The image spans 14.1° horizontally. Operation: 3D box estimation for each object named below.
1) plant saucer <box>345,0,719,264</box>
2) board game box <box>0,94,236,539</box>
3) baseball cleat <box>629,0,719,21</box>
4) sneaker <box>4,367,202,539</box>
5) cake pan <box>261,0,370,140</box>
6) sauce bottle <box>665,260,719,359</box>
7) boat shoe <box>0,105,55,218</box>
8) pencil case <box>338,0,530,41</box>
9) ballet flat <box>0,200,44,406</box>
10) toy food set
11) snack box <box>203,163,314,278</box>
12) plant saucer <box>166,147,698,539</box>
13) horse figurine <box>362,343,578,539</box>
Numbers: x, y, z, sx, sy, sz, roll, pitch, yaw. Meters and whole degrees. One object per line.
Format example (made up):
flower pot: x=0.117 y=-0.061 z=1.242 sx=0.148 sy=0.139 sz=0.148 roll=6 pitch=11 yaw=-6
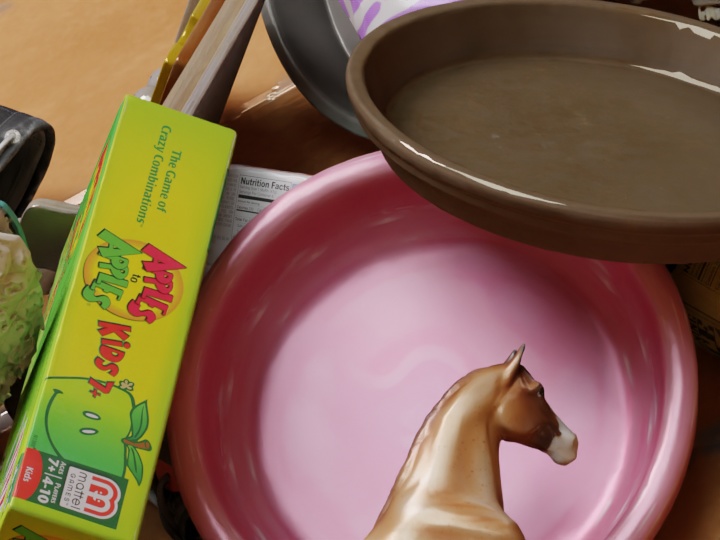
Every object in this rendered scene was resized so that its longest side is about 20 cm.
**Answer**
plant saucer: x=0.092 y=-0.054 z=1.103 sx=0.199 sy=0.030 sz=0.200 roll=6 pitch=28 yaw=-3
board game box: x=-0.098 y=0.043 z=1.084 sx=0.047 sy=0.102 sz=0.201 roll=19 pitch=48 yaw=-9
baseball cleat: x=0.114 y=-0.170 z=1.291 sx=0.199 sy=0.107 sz=0.070 roll=8 pitch=18 yaw=39
sneaker: x=-0.074 y=0.068 z=1.184 sx=0.199 sy=0.077 sz=0.082 roll=0 pitch=54 yaw=34
cake pan: x=0.037 y=-0.154 z=1.299 sx=0.200 sy=0.037 sz=0.201 roll=-4 pitch=84 yaw=40
sauce bottle: x=0.147 y=0.003 z=1.117 sx=0.066 sy=0.066 sz=0.200 roll=-41 pitch=37 yaw=-13
boat shoe: x=-0.199 y=0.011 z=1.330 sx=0.068 sy=0.074 sz=0.200 roll=16 pitch=61 yaw=20
pencil case: x=0.009 y=-0.149 z=1.249 sx=0.084 sy=0.086 sz=0.201 roll=-10 pitch=60 yaw=-31
ballet flat: x=-0.162 y=0.045 z=1.101 sx=0.071 sy=0.200 sz=0.072 roll=6 pitch=56 yaw=-9
toy food set: x=-0.104 y=-0.061 z=1.284 sx=0.060 sy=0.144 sz=0.200 roll=27 pitch=57 yaw=0
snack box: x=0.000 y=0.000 z=1.215 sx=0.199 sy=0.024 sz=0.072 roll=10 pitch=94 yaw=40
plant saucer: x=0.028 y=0.052 z=1.100 sx=0.200 sy=0.051 sz=0.201 roll=-4 pitch=67 yaw=9
horse figurine: x=0.013 y=0.135 z=1.018 sx=0.200 sy=0.133 sz=0.050 roll=-36 pitch=-6 yaw=1
